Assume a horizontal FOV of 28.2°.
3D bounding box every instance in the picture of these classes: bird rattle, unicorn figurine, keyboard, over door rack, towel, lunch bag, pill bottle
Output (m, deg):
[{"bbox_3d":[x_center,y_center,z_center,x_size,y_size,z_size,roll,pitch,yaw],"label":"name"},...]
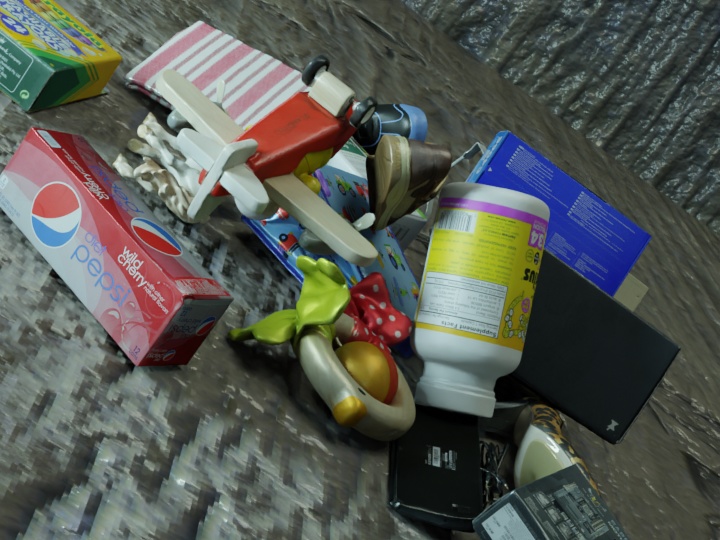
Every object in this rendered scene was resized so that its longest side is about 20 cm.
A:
[{"bbox_3d":[-0.014,0.077,1.212,0.164,0.112,0.200,61,13,28],"label":"bird rattle"},{"bbox_3d":[-0.157,-0.094,1.365,0.137,0.074,0.200,35,33,-10],"label":"unicorn figurine"},{"bbox_3d":[0.073,0.174,1.201,0.103,0.040,0.200,13,20,-1],"label":"keyboard"},{"bbox_3d":[0.113,-0.091,1.677,0.147,0.199,0.067,20,57,-43],"label":"over door rack"},{"bbox_3d":[-0.141,-0.194,1.562,0.199,0.030,0.146,29,43,14],"label":"towel"},{"bbox_3d":[0.000,0.000,1.405,0.200,0.094,0.150,53,16,19],"label":"lunch bag"},{"bbox_3d":[0.104,0.028,1.300,0.103,0.202,0.104,12,-3,1],"label":"pill bottle"}]

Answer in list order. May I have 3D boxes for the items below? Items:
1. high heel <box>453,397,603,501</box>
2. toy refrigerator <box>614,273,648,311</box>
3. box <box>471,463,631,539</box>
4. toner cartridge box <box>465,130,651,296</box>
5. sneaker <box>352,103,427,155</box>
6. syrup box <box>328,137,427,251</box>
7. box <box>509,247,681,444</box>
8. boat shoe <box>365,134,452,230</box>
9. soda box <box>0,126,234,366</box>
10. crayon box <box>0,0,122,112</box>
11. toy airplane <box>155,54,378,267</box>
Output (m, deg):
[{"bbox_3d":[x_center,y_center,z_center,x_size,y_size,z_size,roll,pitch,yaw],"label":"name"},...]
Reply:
[{"bbox_3d":[0.193,0.179,1.332,0.142,0.072,0.200,11,22,-44],"label":"high heel"},{"bbox_3d":[0.280,0.037,1.753,0.070,0.076,0.200,36,-6,-5],"label":"toy refrigerator"},{"bbox_3d":[0.187,0.254,1.120,0.201,0.051,0.157,55,22,15],"label":"box"},{"bbox_3d":[0.207,-0.055,1.550,0.199,0.095,0.043,35,-4,-10],"label":"toner cartridge box"},{"bbox_3d":[-0.014,-0.160,1.686,0.199,0.071,0.078,-3,-3,45],"label":"sneaker"},{"bbox_3d":[-0.025,-0.095,1.591,0.079,0.082,0.200,14,31,-52],"label":"syrup box"},{"bbox_3d":[0.187,0.059,1.464,0.199,0.124,0.197,35,1,-11],"label":"box"},{"bbox_3d":[0.046,-0.082,1.326,0.071,0.073,0.200,-4,-11,-7],"label":"boat shoe"},{"bbox_3d":[-0.190,-0.018,1.079,0.200,0.070,0.063,45,18,23],"label":"soda box"},{"bbox_3d":[-0.314,-0.220,1.384,0.125,0.052,0.200,39,17,2],"label":"crayon box"},{"bbox_3d":[-0.084,-0.090,1.267,0.198,0.141,0.201,7,51,-18],"label":"toy airplane"}]
